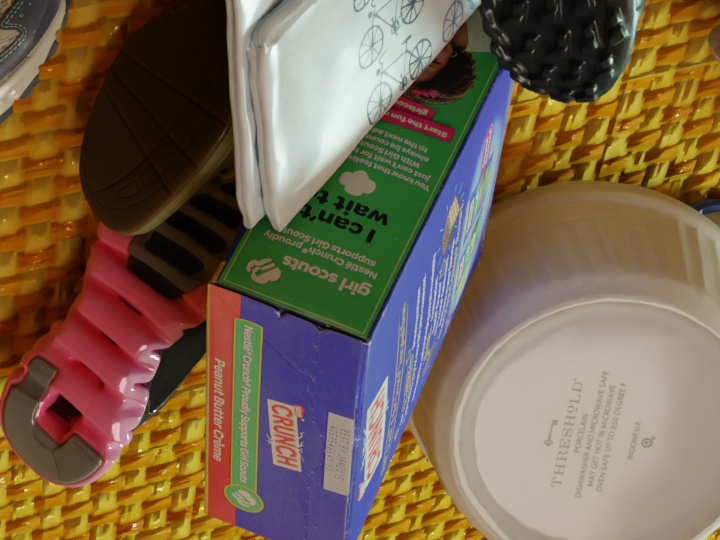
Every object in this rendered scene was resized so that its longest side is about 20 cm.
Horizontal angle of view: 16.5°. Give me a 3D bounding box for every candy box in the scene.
[{"bbox_3d":[0.000,0.000,1.098,0.077,0.200,0.169,18,141,9],"label":"candy box"}]

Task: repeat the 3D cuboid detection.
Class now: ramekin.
[{"bbox_3d":[0.120,0.063,1.266,0.202,0.094,0.203,-1,115,-3],"label":"ramekin"}]

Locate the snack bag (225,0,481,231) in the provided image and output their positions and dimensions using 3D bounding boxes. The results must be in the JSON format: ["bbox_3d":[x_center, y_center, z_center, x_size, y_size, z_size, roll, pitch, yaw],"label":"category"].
[{"bbox_3d":[0.006,-0.139,0.975,0.189,0.021,0.200,-48,151,-35],"label":"snack bag"}]

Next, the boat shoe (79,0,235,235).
[{"bbox_3d":[-0.047,-0.095,1.050,0.063,0.073,0.201,5,124,-51],"label":"boat shoe"}]

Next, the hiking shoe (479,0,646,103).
[{"bbox_3d":[0.097,-0.159,1.022,0.087,0.074,0.200,-50,150,-39],"label":"hiking shoe"}]

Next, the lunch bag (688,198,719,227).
[{"bbox_3d":[0.192,0.048,1.400,0.160,0.076,0.200,-38,144,10],"label":"lunch bag"}]

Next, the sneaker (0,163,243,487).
[{"bbox_3d":[-0.090,0.012,1.175,0.200,0.079,0.095,-49,169,22],"label":"sneaker"}]

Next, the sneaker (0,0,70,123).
[{"bbox_3d":[-0.207,-0.081,0.951,0.200,0.078,0.086,-27,143,-1],"label":"sneaker"}]

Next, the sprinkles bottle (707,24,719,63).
[{"bbox_3d":[0.249,-0.160,1.154,0.068,0.068,0.200,17,120,-47],"label":"sprinkles bottle"}]
